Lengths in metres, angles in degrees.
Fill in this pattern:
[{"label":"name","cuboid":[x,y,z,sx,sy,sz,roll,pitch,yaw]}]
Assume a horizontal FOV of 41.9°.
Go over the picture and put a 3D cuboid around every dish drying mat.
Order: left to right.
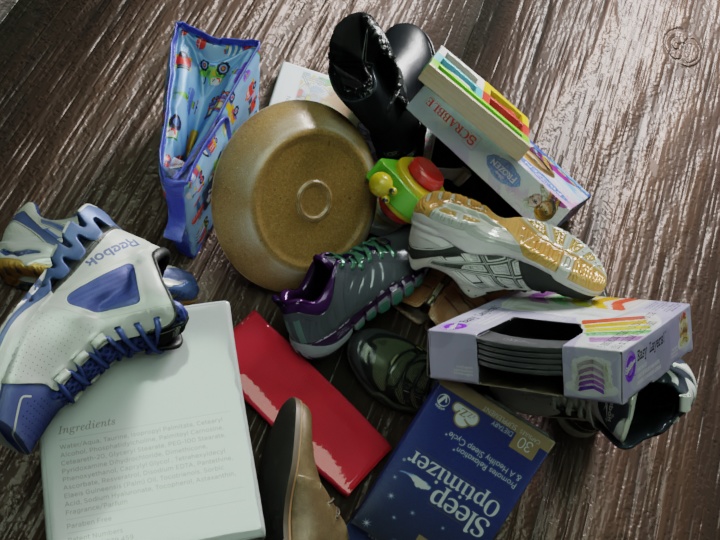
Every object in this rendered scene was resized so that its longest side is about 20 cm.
[{"label":"dish drying mat","cuboid":[-0.063,0.132,0.943,0.200,0.018,0.077,43,62,9]}]

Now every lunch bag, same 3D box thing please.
[{"label":"lunch bag","cuboid":[-0.169,-0.121,0.959,0.094,0.151,0.201,13,64,-1]}]

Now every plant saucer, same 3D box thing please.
[{"label":"plant saucer","cuboid":[-0.055,-0.073,0.964,0.199,0.035,0.201,-9,105,-33]}]

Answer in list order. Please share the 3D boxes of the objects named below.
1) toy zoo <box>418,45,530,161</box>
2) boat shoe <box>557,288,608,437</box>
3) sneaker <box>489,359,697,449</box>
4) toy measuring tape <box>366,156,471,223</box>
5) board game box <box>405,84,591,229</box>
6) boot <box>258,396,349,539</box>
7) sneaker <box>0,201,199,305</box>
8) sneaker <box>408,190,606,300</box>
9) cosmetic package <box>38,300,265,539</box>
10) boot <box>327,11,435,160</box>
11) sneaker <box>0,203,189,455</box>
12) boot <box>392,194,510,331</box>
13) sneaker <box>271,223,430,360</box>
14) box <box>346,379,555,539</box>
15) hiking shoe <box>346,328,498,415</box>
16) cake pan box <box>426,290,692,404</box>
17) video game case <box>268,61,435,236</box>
[{"label":"toy zoo","cuboid":[0.126,-0.185,1.006,0.131,0.020,0.200,39,20,-5]},{"label":"boat shoe","cuboid":[0.252,0.078,1.025,0.071,0.061,0.202,10,63,-9]},{"label":"sneaker","cuboid":[0.220,0.117,0.893,0.198,0.130,0.080,6,95,11]},{"label":"toy measuring tape","cuboid":[0.077,-0.085,1.019,0.200,0.074,0.074,-5,61,-54]},{"label":"board game box","cuboid":[0.161,-0.129,1.044,0.200,0.041,0.199,44,20,8]},{"label":"boot","cuboid":[-0.052,0.221,0.880,0.075,0.074,0.201,8,71,-23]},{"label":"sneaker","cuboid":[-0.255,-0.018,0.933,0.199,0.075,0.089,13,62,-9]},{"label":"sneaker","cuboid":[0.141,-0.007,0.933,0.199,0.088,0.076,23,31,13]},{"label":"cosmetic package","cuboid":[-0.179,0.156,0.808,0.166,0.167,0.201,-8,68,-11]},{"label":"boot","cuboid":[0.027,-0.230,1.026,0.076,0.168,0.201,-3,64,19]},{"label":"sneaker","cuboid":[-0.197,0.047,0.718,0.115,0.081,0.200,18,62,3]},{"label":"boot","cuboid":[0.142,0.021,1.014,0.199,0.074,0.155,27,65,21]},{"label":"sneaker","cuboid":[0.000,0.000,0.957,0.200,0.088,0.074,-43,42,-23]},{"label":"box","cuboid":[0.077,0.209,0.876,0.121,0.032,0.200,32,95,1]},{"label":"hiking shoe","cuboid":[0.079,0.113,0.941,0.200,0.101,0.076,34,61,3]},{"label":"cake pan box","cuboid":[0.182,0.065,0.856,0.200,0.184,0.053,-17,105,-52]},{"label":"video game case","cuboid":[-0.017,-0.138,1.081,0.199,0.023,0.183,17,62,-6]}]
